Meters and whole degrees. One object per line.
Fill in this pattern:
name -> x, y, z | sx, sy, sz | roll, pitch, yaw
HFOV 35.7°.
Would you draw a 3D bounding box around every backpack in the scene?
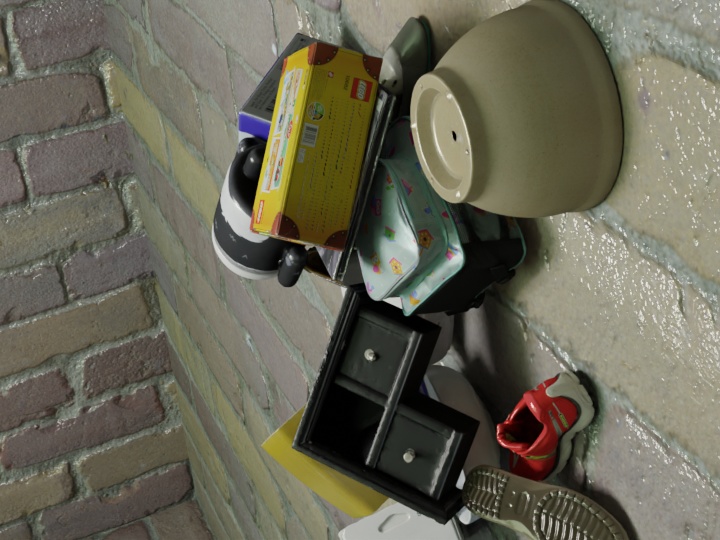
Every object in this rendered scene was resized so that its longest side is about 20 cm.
backpack -> 0.071, -0.068, 1.221 | 0.176, 0.151, 0.203 | 130, 135, -59

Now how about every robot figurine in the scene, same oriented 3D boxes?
robot figurine -> -0.112, -0.073, 1.363 | 0.201, 0.123, 0.152 | 118, 169, -55

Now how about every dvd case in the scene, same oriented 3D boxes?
dvd case -> -0.012, -0.107, 1.213 | 0.149, 0.016, 0.203 | -121, 46, -68

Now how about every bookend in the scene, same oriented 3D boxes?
bookend -> 0.053, 0.145, 1.262 | 0.198, 0.092, 0.201 | 24, 101, 18

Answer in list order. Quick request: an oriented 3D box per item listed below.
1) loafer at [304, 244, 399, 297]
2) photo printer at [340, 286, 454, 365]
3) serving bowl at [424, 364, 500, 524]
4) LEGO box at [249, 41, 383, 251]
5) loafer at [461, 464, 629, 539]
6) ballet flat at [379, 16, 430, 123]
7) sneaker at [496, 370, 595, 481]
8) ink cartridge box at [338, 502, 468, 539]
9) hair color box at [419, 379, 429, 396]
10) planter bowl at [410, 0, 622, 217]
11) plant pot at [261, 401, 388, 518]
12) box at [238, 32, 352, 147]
loafer -> 0.000, 0.000, 1.367 | 0.199, 0.072, 0.074 | 9, 110, 56
photo printer -> 0.039, 0.005, 1.446 | 0.200, 0.069, 0.168 | 39, 138, 44
serving bowl -> 0.129, 0.208, 1.394 | 0.200, 0.065, 0.203 | 163, 90, -82
LEGO box -> -0.051, -0.129, 1.192 | 0.149, 0.076, 0.203 | -165, 87, -73
loafer -> 0.205, 0.264, 1.209 | 0.198, 0.068, 0.077 | 22, 90, 36
ballet flat -> 0.039, -0.207, 1.327 | 0.201, 0.063, 0.068 | 98, 150, -50
sneaker -> 0.182, 0.174, 1.210 | 0.201, 0.084, 0.078 | 101, 147, -52
ink cartridge box -> 0.062, 0.355, 1.498 | 0.085, 0.145, 0.200 | 64, -177, 13
hair color box -> 0.051, 0.191, 1.432 | 0.200, 0.064, 0.111 | 90, 162, -68
planter bowl -> 0.128, -0.137, 1.033 | 0.200, 0.133, 0.203 | 164, 90, -70
plant pot -> -0.005, 0.244, 1.619 | 0.177, 0.200, 0.200 | 48, 162, 4
box -> -0.080, -0.173, 1.483 | 0.104, 0.185, 0.201 | 20, 140, 12
